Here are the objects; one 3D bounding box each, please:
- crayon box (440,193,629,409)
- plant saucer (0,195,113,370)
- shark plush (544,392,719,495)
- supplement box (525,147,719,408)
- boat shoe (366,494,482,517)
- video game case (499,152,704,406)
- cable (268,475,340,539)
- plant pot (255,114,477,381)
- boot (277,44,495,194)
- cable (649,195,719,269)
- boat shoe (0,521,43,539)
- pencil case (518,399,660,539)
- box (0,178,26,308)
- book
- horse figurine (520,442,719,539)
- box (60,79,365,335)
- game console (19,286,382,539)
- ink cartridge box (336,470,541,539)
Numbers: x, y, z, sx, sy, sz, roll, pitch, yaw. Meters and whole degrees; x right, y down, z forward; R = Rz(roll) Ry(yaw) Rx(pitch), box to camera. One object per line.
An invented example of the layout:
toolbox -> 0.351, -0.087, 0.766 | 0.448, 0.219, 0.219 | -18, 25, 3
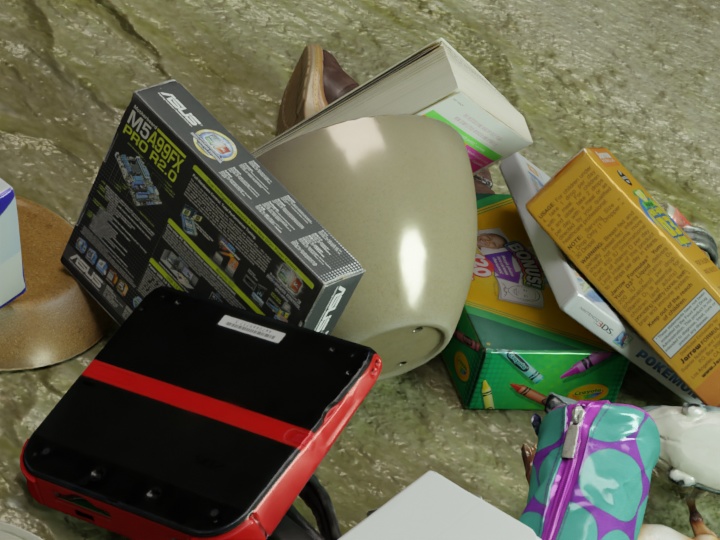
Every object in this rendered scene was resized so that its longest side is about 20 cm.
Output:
crayon box -> 0.110, 0.021, 1.841 | 0.118, 0.059, 0.201 | 2, 36, -20
plant saucer -> -0.268, -0.004, 1.751 | 0.198, 0.036, 0.201 | 11, 33, -7
shark plush -> 0.223, 0.129, 1.694 | 0.198, 0.092, 0.083 | 3, -3, -7
supplement box -> 0.209, 0.004, 1.740 | 0.200, 0.069, 0.066 | 46, 16, 10
boat shoe -> 0.046, 0.179, 1.541 | 0.069, 0.072, 0.201 | -10, -3, -5
video game case -> 0.192, 0.013, 1.827 | 0.182, 0.022, 0.200 | 35, 20, -29
cable -> -0.024, 0.195, 1.552 | 0.200, 0.051, 0.097 | 41, 42, 16
plant pot -> 0.000, 0.000, 1.736 | 0.199, 0.200, 0.135 | -5, 63, -28
boot -> 0.022, -0.100, 1.997 | 0.165, 0.073, 0.201 | 18, 30, -18
cable -> 0.258, -0.003, 1.842 | 0.199, 0.097, 0.051 | 27, 64, -35
boat shoe -> -0.169, 0.216, 1.467 | 0.199, 0.073, 0.062 | 27, -8, 30
pencil case -> 0.129, 0.175, 1.553 | 0.084, 0.093, 0.201 | -4, 45, 27
box -> -0.356, -0.025, 1.647 | 0.184, 0.105, 0.200 | -35, 56, -29
book -> 0.011, -0.077, 1.792 | 0.133, 0.199, 0.048 | 34, 33, -55
horse figurine -> 0.195, 0.179, 1.655 | 0.198, 0.050, 0.133 | 17, 28, -2
box -> -0.104, -0.004, 1.672 | 0.200, 0.161, 0.044 | 44, 38, 21
game console -> -0.106, 0.097, 1.572 | 0.199, 0.031, 0.177 | 16, 53, 35
ink cartridge box -> 0.012, 0.231, 1.368 | 0.083, 0.201, 0.146 | 31, 36, 23
